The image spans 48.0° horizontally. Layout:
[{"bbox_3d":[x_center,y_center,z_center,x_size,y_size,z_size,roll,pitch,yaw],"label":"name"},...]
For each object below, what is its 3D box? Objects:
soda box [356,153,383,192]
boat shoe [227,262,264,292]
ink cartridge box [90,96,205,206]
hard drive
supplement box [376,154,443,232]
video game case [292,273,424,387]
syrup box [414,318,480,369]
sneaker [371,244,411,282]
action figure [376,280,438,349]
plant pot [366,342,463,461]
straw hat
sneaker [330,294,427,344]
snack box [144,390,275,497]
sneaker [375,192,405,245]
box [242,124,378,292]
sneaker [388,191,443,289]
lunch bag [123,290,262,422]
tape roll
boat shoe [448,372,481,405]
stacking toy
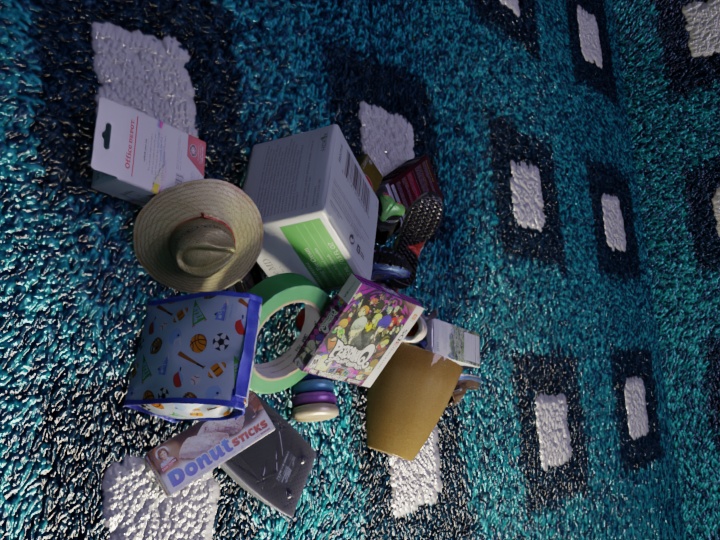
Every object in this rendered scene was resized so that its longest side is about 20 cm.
[{"bbox_3d":[-0.025,-0.136,1.602,0.068,0.063,0.201,51,46,-31],"label":"soda box"},{"bbox_3d":[-0.200,-0.027,1.354,0.068,0.056,0.203,-23,99,-52],"label":"boat shoe"},{"bbox_3d":[-0.330,-0.166,1.214,0.199,0.067,0.118,22,64,-49],"label":"ink cartridge box"},{"bbox_3d":[-0.161,0.303,1.334,0.200,0.042,0.136,49,46,-32],"label":"hard drive"},{"bbox_3d":[0.099,-0.168,1.772,0.200,0.060,0.110,-39,112,-48],"label":"supplement box"},{"bbox_3d":[0.001,0.109,1.392,0.199,0.036,0.182,23,104,-51],"label":"video game case"},{"bbox_3d":[0.181,0.165,1.778,0.199,0.081,0.080,20,66,-48],"label":"syrup box"},{"bbox_3d":[0.000,0.000,1.538,0.076,0.197,0.079,-100,-166,-56],"label":"sneaker"},{"bbox_3d":[0.069,0.096,1.632,0.192,0.105,0.201,-9,58,-47],"label":"action figure"},{"bbox_3d":[0.085,0.259,1.576,0.186,0.185,0.203,29,74,-45],"label":"plant pot"},{"bbox_3d":[-0.233,-0.032,1.202,0.198,0.085,0.204,-8,115,-16],"label":"straw hat"},{"bbox_3d":[0.032,0.084,1.519,0.079,0.197,0.080,101,3,-79],"label":"sneaker"},{"bbox_3d":[-0.225,0.260,1.228,0.199,0.024,0.072,-28,83,-39],"label":"snack box"},{"bbox_3d":[0.034,-0.092,1.551,0.076,0.200,0.084,37,83,6],"label":"sneaker"},{"bbox_3d":[-0.085,-0.096,1.375,0.200,0.169,0.202,58,31,-45],"label":"box"},{"bbox_3d":[0.098,-0.068,1.608,0.069,0.093,0.202,18,102,-15],"label":"sneaker"},{"bbox_3d":[-0.224,0.127,1.169,0.123,0.198,0.172,29,59,-44],"label":"lunch bag"},{"bbox_3d":[-0.133,0.104,1.331,0.199,0.048,0.203,-25,131,-33],"label":"tape roll"},{"bbox_3d":[0.192,0.261,1.786,0.198,0.072,0.074,10,78,-40],"label":"boat shoe"},{"bbox_3d":[-0.088,0.163,1.446,0.085,0.085,0.203,17,61,-49],"label":"stacking toy"}]
